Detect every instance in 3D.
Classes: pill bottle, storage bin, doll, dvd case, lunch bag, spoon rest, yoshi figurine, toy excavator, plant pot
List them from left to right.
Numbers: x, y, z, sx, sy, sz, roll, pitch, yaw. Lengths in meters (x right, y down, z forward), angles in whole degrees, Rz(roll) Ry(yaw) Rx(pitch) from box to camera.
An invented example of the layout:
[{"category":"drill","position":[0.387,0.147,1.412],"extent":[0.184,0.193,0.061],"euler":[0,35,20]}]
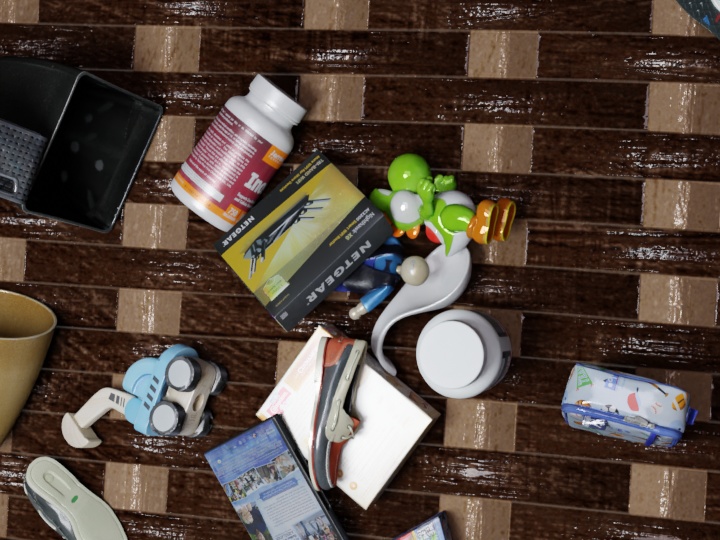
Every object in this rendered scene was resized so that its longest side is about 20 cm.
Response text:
[{"category":"storage bin","position":[-0.516,-0.163,1.525],"extent":[0.198,0.134,0.095],"euler":[20,90,37]},{"category":"plant pot","position":[-0.544,0.150,1.692],"extent":[0.184,0.186,0.203],"euler":[19,106,12]},{"category":"plant pot","position":[-0.432,-0.192,1.665],"extent":[0.176,0.199,0.202],"euler":[26,94,24]},{"category":"toy excavator","position":[-0.312,0.184,1.679],"extent":[0.198,0.100,0.197],"euler":[22,91,25]},{"category":"pill bottle","position":[-0.164,-0.164,1.636],"extent":[0.112,0.113,0.201],"euler":[37,97,11]},{"category":"dvd case","position":[-0.115,0.309,1.619],"extent":[0.142,0.018,0.202],"euler":[-29,91,31]},{"category":"doll","position":[0.000,0.000,1.606],"extent":[0.196,0.049,0.139],"euler":[3,66,21]},{"category":"spoon rest","position":[0.079,0.045,1.593],"extent":[0.060,0.099,0.201],"euler":[30,101,-32]},{"category":"yoshi figurine","position":[0.104,-0.101,1.573],"extent":[0.197,0.113,0.113],"euler":[15,53,30]},{"category":"pill bottle","position":[0.131,0.106,1.517],"extent":[0.109,0.200,0.113],"euler":[-1,87,13]},{"category":"lunch bag","position":[0.332,0.172,1.470],"extent":[0.158,0.200,0.077],"euler":[14,83,13]}]

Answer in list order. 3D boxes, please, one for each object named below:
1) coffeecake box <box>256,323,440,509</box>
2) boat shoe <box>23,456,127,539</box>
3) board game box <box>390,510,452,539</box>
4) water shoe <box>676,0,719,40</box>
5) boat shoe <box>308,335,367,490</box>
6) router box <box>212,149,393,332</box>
[{"category":"coffeecake box","position":[-0.017,0.195,1.612],"extent":[0.199,0.073,0.154],"euler":[38,98,11]},{"category":"boat shoe","position":[-0.410,0.358,1.710],"extent":[0.200,0.072,0.068],"euler":[46,134,3]},{"category":"board game box","position":[0.073,0.462,1.590],"extent":[0.198,0.062,0.202],"euler":[-31,81,10]},{"category":"water shoe","position":[0.473,-0.354,1.533],"extent":[0.078,0.072,0.201],"euler":[-35,79,-19]},{"category":"boat shoe","position":[-0.029,0.187,1.545],"extent":[0.061,0.071,0.204],"euler":[4,85,10]},{"category":"router box","position":[-0.078,-0.042,1.597],"extent":[0.200,0.052,0.157],"euler":[-43,58,-4]}]
